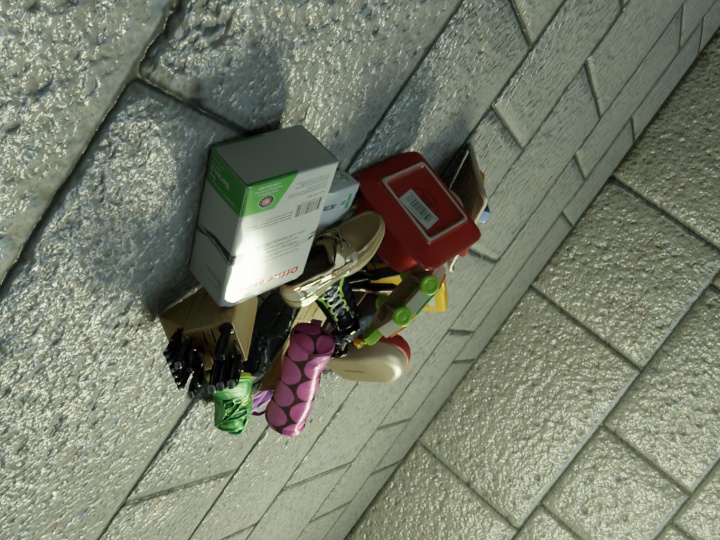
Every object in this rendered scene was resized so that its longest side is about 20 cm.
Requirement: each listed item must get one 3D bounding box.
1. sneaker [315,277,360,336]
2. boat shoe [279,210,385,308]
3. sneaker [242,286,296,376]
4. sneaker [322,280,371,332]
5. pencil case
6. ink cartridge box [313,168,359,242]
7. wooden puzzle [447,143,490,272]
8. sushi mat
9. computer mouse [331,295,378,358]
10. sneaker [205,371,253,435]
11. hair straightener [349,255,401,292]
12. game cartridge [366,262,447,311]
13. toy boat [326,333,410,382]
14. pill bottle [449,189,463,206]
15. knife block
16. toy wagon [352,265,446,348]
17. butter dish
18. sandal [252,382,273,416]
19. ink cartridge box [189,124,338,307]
[{"bbox_3d":[-0.033,0.052,1.323,0.071,0.083,0.200,-32,155,-2],"label":"sneaker"},{"bbox_3d":[-0.039,-0.025,1.198,0.200,0.071,0.065,-43,159,-17],"label":"boat shoe"},{"bbox_3d":[-0.146,0.083,1.305,0.201,0.075,0.079,-59,174,37],"label":"sneaker"},{"bbox_3d":[-0.059,0.071,1.492,0.200,0.070,0.076,-47,179,-7],"label":"sneaker"},{"bbox_3d":[-0.103,0.182,1.356,0.094,0.089,0.202,-97,-155,-55],"label":"pencil case"},{"bbox_3d":[-0.097,-0.055,1.187,0.199,0.050,0.162,-30,151,-52],"label":"ink cartridge box"},{"bbox_3d":[0.214,-0.124,1.616,0.187,0.046,0.202,-93,-162,-50],"label":"wooden puzzle"},{"bbox_3d":[-0.110,0.125,1.402,0.095,0.012,0.202,21,98,-59],"label":"sushi mat"},{"bbox_3d":[-0.018,0.098,1.557,0.199,0.138,0.053,-33,109,-33],"label":"computer mouse"},{"bbox_3d":[-0.211,0.222,1.333,0.073,0.085,0.201,-4,153,1],"label":"sneaker"},{"bbox_3d":[0.000,0.000,1.428,0.197,0.041,0.078,2,109,-32],"label":"hair straightener"},{"bbox_3d":[0.084,0.035,1.590,0.200,0.173,0.033,67,27,-68],"label":"game cartridge"},{"bbox_3d":[0.017,0.146,1.616,0.130,0.198,0.132,41,60,-35],"label":"toy boat"},{"bbox_3d":[0.126,-0.063,1.579,0.112,0.112,0.201,-37,156,-36],"label":"pill bottle"},{"bbox_3d":[-0.174,0.080,1.044,0.199,0.174,0.065,-36,124,-34],"label":"knife block"},{"bbox_3d":[0.065,0.061,1.374,0.200,0.039,0.155,-49,-168,-2],"label":"toy wagon"},{"bbox_3d":[0.071,-0.076,1.355,0.199,0.201,0.148,-29,168,-48],"label":"butter dish"},{"bbox_3d":[-0.178,0.244,1.517,0.202,0.050,0.083,-31,152,-46],"label":"sandal"},{"bbox_3d":[-0.127,-0.068,1.016,0.145,0.084,0.202,-22,146,-40],"label":"ink cartridge box"}]
